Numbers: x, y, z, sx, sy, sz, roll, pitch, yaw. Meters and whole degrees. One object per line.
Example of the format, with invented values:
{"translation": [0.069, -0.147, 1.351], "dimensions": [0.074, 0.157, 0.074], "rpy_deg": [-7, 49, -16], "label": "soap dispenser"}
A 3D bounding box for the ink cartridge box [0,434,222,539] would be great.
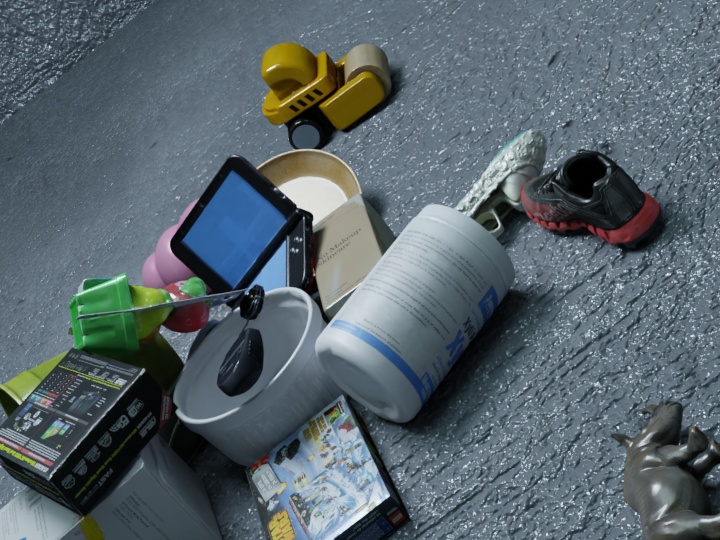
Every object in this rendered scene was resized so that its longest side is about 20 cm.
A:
{"translation": [-0.274, 0.283, 1.444], "dimensions": [0.200, 0.145, 0.147], "rpy_deg": [-40, 27, 0], "label": "ink cartridge box"}

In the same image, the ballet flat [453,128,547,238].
{"translation": [0.155, -0.072, 1.527], "dimensions": [0.200, 0.072, 0.072], "rpy_deg": [-46, 28, 1], "label": "ballet flat"}

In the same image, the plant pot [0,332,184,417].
{"translation": [-0.312, 0.165, 1.638], "dimensions": [0.192, 0.202, 0.200], "rpy_deg": [-38, 25, -23], "label": "plant pot"}

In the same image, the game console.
{"translation": [-0.153, -0.007, 1.647], "dimensions": [0.200, 0.118, 0.174], "rpy_deg": [-49, 31, 40], "label": "game console"}

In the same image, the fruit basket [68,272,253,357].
{"translation": [-0.238, 0.040, 1.546], "dimensions": [0.198, 0.095, 0.185], "rpy_deg": [-16, -2, -17], "label": "fruit basket"}

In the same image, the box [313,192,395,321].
{"translation": [0.000, 0.000, 1.587], "dimensions": [0.095, 0.078, 0.201], "rpy_deg": [-36, 28, 9], "label": "box"}

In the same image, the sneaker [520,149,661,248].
{"translation": [0.228, -0.086, 1.408], "dimensions": [0.071, 0.098, 0.200], "rpy_deg": [-48, 27, -12], "label": "sneaker"}

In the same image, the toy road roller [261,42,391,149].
{"translation": [-0.064, -0.289, 2.015], "dimensions": [0.199, 0.146, 0.123], "rpy_deg": [-31, 29, 16], "label": "toy road roller"}

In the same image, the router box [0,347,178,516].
{"translation": [-0.302, 0.168, 1.422], "dimensions": [0.150, 0.062, 0.199], "rpy_deg": [-49, 28, -22], "label": "router box"}

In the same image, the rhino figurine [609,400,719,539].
{"translation": [0.248, 0.165, 1.058], "dimensions": [0.087, 0.060, 0.201], "rpy_deg": [-43, 23, 17], "label": "rhino figurine"}

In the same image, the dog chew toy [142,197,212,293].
{"translation": [-0.231, -0.021, 1.870], "dimensions": [0.199, 0.124, 0.125], "rpy_deg": [-33, 27, 30], "label": "dog chew toy"}

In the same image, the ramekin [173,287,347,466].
{"translation": [-0.104, 0.128, 1.502], "dimensions": [0.199, 0.105, 0.201], "rpy_deg": [-31, 28, 19], "label": "ramekin"}

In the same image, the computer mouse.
{"translation": [-0.121, 0.076, 1.462], "dimensions": [0.059, 0.034, 0.201], "rpy_deg": [-50, 16, 27], "label": "computer mouse"}

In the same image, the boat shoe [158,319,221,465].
{"translation": [-0.190, 0.155, 1.598], "dimensions": [0.060, 0.072, 0.203], "rpy_deg": [9, 66, 34], "label": "boat shoe"}

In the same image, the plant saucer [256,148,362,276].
{"translation": [-0.084, -0.065, 1.764], "dimensions": [0.198, 0.035, 0.202], "rpy_deg": [-10, 61, 18], "label": "plant saucer"}

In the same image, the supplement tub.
{"translation": [0.057, 0.045, 1.394], "dimensions": [0.200, 0.132, 0.131], "rpy_deg": [-50, 29, -19], "label": "supplement tub"}

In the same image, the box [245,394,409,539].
{"translation": [-0.038, 0.225, 1.348], "dimensions": [0.136, 0.040, 0.200], "rpy_deg": [-37, 28, 4], "label": "box"}
